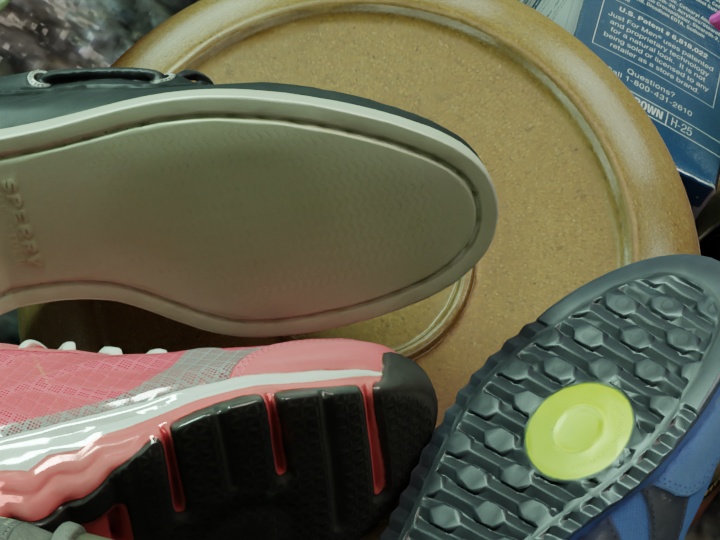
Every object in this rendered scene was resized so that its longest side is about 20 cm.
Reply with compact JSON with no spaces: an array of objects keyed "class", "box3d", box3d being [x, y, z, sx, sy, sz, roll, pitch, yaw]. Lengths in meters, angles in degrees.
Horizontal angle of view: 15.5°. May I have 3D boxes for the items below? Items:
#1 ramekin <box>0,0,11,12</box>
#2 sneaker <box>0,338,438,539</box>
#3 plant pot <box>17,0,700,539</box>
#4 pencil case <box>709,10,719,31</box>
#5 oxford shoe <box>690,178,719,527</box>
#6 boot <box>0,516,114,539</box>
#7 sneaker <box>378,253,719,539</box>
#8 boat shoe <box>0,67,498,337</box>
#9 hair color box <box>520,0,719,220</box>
[{"class":"ramekin","box3d":[-0.180,-0.146,0.735,0.199,0.201,0.098,5,7,-27]},{"class":"sneaker","box3d":[-0.079,0.042,0.689,0.199,0.074,0.087,-14,45,-16]},{"class":"plant pot","box3d":[0.000,0.000,0.754,0.199,0.028,0.201,0,73,0]},{"class":"pencil case","box3d":[0.166,0.011,0.792,0.088,0.088,0.201,-14,88,-38]},{"class":"oxford shoe","box3d":[0.129,0.004,0.866,0.070,0.075,0.200,31,43,-1]},{"class":"boot","box3d":[-0.165,0.104,0.597,0.199,0.073,0.183,17,82,3]},{"class":"sneaker","box3d":[0.047,0.088,0.701,0.066,0.078,0.200,21,70,40]},{"class":"boat shoe","box3d":[-0.062,-0.024,0.714,0.198,0.075,0.066,-8,30,8]},{"class":"hair color box","box3d":[0.086,-0.073,0.891,0.060,0.100,0.201,26,44,-8]}]
